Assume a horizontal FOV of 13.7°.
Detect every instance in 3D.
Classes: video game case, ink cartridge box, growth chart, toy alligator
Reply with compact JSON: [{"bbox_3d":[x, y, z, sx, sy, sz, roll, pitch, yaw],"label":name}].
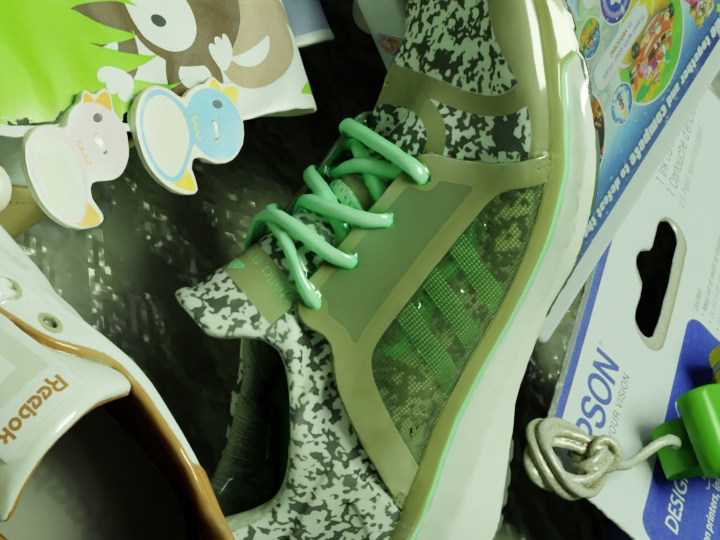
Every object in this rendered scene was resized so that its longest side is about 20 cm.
[{"bbox_3d":[0.051,-0.096,0.851,0.143,0.018,0.200,-56,140,-29],"label":"video game case"},{"bbox_3d":[0.131,0.055,0.959,0.200,0.047,0.198,40,42,-19],"label":"ink cartridge box"},{"bbox_3d":[-0.062,-0.090,0.758,0.200,0.018,0.145,-27,89,-54],"label":"growth chart"},{"bbox_3d":[0.131,0.043,0.889,0.200,0.054,0.059,-1,66,-47],"label":"toy alligator"}]

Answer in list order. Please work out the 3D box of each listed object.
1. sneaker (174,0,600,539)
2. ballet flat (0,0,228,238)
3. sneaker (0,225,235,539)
[{"bbox_3d":[0.000,0.000,0.767,0.088,0.077,0.200,5,102,-29],"label":"sneaker"},{"bbox_3d":[-0.078,-0.057,0.788,0.069,0.063,0.200,56,38,-2],"label":"ballet flat"},{"bbox_3d":[-0.099,0.009,0.687,0.200,0.085,0.073,44,73,-17],"label":"sneaker"}]
